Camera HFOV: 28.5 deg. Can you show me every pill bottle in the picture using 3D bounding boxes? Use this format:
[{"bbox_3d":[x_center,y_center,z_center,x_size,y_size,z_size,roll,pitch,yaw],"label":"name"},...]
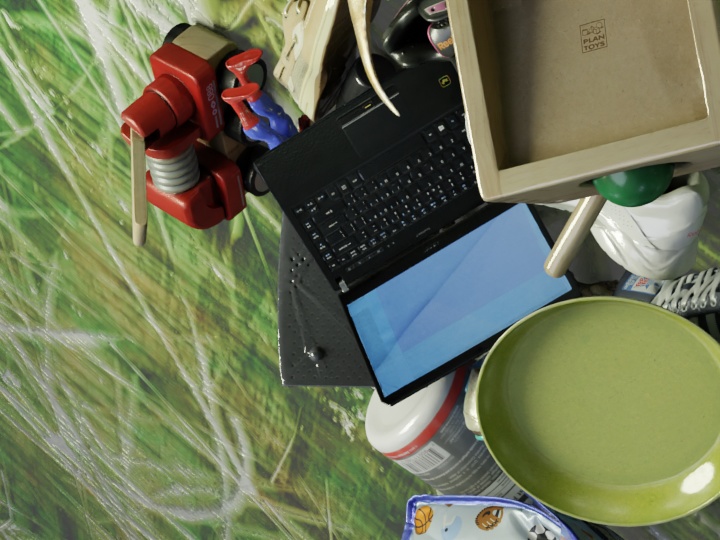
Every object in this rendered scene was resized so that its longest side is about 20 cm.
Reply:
[{"bbox_3d":[0.112,0.157,1.277,0.199,0.117,0.116,36,156,-22],"label":"pill bottle"}]

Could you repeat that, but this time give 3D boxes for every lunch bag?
[{"bbox_3d":[0.152,0.258,1.188,0.199,0.125,0.169,-8,150,45],"label":"lunch bag"}]

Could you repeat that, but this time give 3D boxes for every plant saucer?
[{"bbox_3d":[0.183,0.097,1.022,0.198,0.031,0.202,8,123,12],"label":"plant saucer"}]

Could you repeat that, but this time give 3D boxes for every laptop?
[{"bbox_3d":[0.040,-0.034,1.087,0.201,0.176,0.103,58,-172,-16],"label":"laptop"}]

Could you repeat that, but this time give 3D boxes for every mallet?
[{"bbox_3d":[0.061,-0.092,1.160,0.200,0.041,0.066,43,148,-1],"label":"mallet"}]

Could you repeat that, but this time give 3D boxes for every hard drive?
[{"bbox_3d":[0.000,0.000,1.177,0.133,0.202,0.042,0,166,6],"label":"hard drive"}]

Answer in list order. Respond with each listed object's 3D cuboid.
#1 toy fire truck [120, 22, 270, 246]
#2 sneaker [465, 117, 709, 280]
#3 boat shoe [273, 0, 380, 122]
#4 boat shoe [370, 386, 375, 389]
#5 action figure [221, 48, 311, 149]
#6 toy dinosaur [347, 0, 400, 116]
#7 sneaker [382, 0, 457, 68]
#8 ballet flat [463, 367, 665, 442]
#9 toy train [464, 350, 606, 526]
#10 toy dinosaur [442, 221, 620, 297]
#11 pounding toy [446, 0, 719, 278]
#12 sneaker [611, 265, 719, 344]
[{"bbox_3d":[-0.164,-0.095,1.280,0.128,0.200,0.177,30,147,28],"label":"toy fire truck"},{"bbox_3d":[0.166,-0.086,1.004,0.199,0.078,0.100,33,135,17],"label":"sneaker"},{"bbox_3d":[-0.034,-0.194,1.123,0.065,0.072,0.200,40,156,9],"label":"boat shoe"},{"bbox_3d":[0.013,0.002,1.233,0.060,0.075,0.202,-21,82,48],"label":"boat shoe"},{"bbox_3d":[-0.061,-0.108,1.265,0.051,0.066,0.200,-14,140,13],"label":"action figure"},{"bbox_3d":[-0.001,-0.212,0.977,0.101,0.058,0.202,-158,73,-69],"label":"toy dinosaur"},{"bbox_3d":[0.089,-0.176,0.963,0.081,0.086,0.199,51,150,-13],"label":"sneaker"},{"bbox_3d":[0.177,0.100,1.086,0.198,0.067,0.063,0,94,8],"label":"ballet flat"},{"bbox_3d":[0.173,0.128,1.184,0.086,0.114,0.200,-37,96,23],"label":"toy train"},{"bbox_3d":[0.118,0.006,1.148,0.199,0.088,0.048,28,136,29],"label":"toy dinosaur"},{"bbox_3d":[0.148,-0.108,0.838,0.183,0.142,0.202,-12,85,32],"label":"pounding toy"},{"bbox_3d":[0.243,0.019,1.018,0.108,0.070,0.200,38,153,11],"label":"sneaker"}]
